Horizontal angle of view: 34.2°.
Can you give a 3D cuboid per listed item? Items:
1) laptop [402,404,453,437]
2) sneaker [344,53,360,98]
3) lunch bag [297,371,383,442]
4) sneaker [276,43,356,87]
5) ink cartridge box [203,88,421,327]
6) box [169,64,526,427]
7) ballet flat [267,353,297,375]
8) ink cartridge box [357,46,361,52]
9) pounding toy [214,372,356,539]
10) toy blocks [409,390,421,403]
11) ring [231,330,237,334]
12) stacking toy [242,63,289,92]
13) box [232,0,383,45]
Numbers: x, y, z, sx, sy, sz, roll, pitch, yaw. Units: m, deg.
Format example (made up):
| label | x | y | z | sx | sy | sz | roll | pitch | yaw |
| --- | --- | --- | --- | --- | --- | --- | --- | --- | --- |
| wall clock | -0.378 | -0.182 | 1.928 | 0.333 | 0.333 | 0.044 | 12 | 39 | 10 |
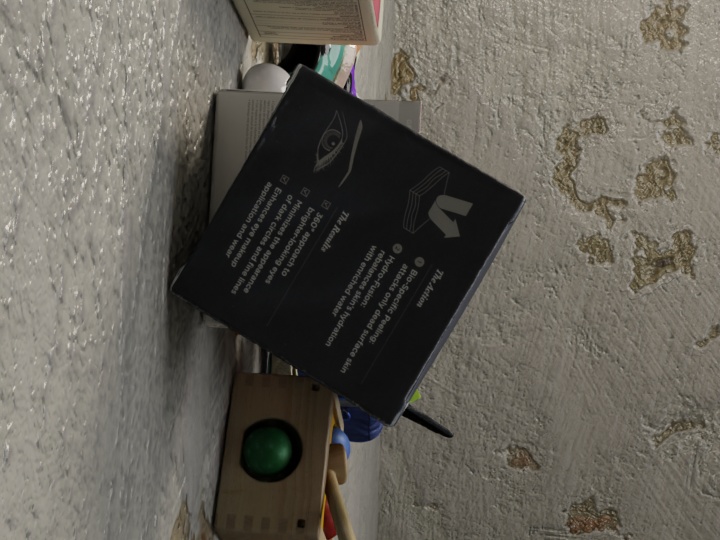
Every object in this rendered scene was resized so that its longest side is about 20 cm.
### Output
| label | x | y | z | sx | sy | sz | roll | pitch | yaw |
| --- | --- | --- | --- | --- | --- | --- | --- | --- | --- |
| laptop | -0.004 | 0.045 | 1.112 | 0.200 | 0.187 | 0.116 | 36 | 80 | -37 |
| sneaker | -0.039 | -0.223 | 1.593 | 0.201 | 0.069 | 0.100 | 83 | 18 | -47 |
| lunch bag | -0.028 | 0.114 | 1.486 | 0.200 | 0.135 | 0.133 | -81 | 175 | -49 |
| sneaker | -0.070 | -0.177 | 1.260 | 0.080 | 0.071 | 0.201 | 14 | 92 | -50 |
| ink cartridge box | -0.040 | -0.048 | 0.995 | 0.045 | 0.175 | 0.201 | -5 | 99 | -84 |
| box | -0.006 | -0.018 | 0.910 | 0.197 | 0.199 | 0.117 | -59 | 175 | 2 |
| ballet flat | -0.077 | 0.087 | 1.332 | 0.067 | 0.062 | 0.201 | -68 | 161 | -76 |
| ink cartridge box | -0.027 | -0.246 | 1.412 | 0.163 | 0.050 | 0.200 | -60 | 171 | -1 |
| pounding toy | -0.059 | 0.208 | 1.154 | 0.200 | 0.141 | 0.185 | 84 | 10 | -65 |
| toy blocks | -0.009 | 0.065 | 1.254 | 0.201 | 0.100 | 0.137 | 63 | -32 | 10 |
| ring | -0.107 | -0.038 | 1.144 | 0.200 | 0.019 | 0.202 | 4 | 90 | -86 |
| stacking toy | -0.046 | -0.133 | 1.149 | 0.200 | 0.146 | 0.147 | 49 | 36 | -41 |
| box | -0.046 | -0.282 | 1.029 | 0.200 | 0.127 | 0.110 | 64 | 29 | -82 |
